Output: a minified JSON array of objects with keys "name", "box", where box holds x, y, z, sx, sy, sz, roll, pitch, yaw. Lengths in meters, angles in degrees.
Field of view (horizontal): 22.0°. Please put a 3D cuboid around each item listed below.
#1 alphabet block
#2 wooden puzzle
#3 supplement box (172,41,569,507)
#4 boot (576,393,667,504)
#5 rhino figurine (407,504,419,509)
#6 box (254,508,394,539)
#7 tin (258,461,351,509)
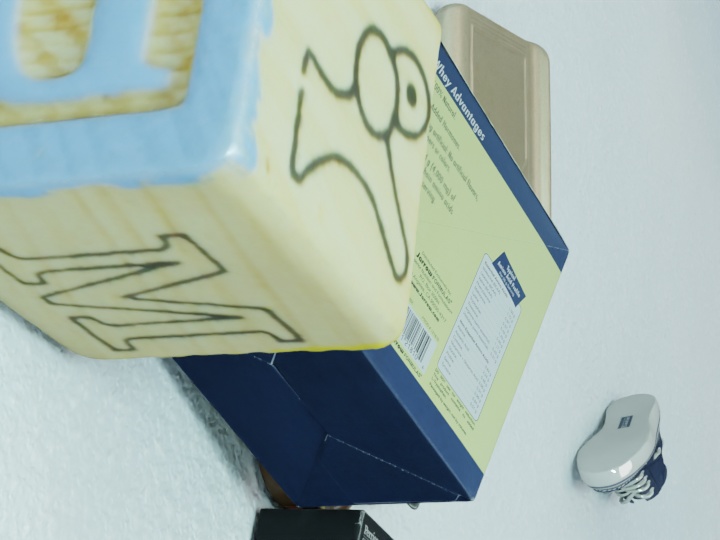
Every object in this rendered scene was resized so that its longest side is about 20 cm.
[{"name":"alphabet block","box":[-0.090,-0.082,0.885,0.200,0.196,0.196,48,46,-56]},{"name":"wooden puzzle","box":[0.107,-0.115,1.554,0.200,0.037,0.186,8,81,-62]},{"name":"supplement box","box":[0.000,0.000,1.092,0.200,0.134,0.200,55,44,-33]},{"name":"boot","box":[0.269,0.198,1.837,0.200,0.073,0.091,-40,118,-62]},{"name":"rhino figurine","box":[0.040,0.117,1.313,0.200,0.060,0.088,-36,135,-69]},{"name":"box","box":[-0.004,0.254,1.194,0.200,0.079,0.141,52,45,-53]},{"name":"tin","box":[-0.031,0.059,1.206,0.112,0.042,0.201,25,64,-68]}]
